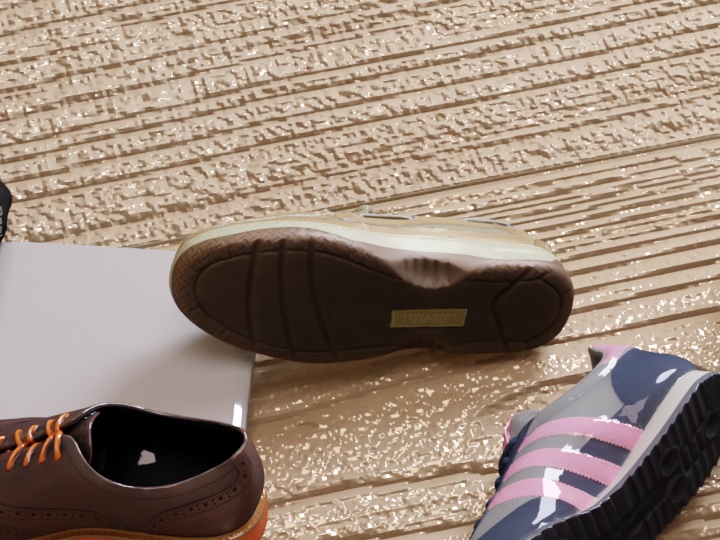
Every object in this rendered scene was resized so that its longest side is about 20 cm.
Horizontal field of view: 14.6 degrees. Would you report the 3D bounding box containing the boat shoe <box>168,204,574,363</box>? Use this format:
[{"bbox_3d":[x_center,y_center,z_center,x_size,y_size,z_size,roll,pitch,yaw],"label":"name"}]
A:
[{"bbox_3d":[0.000,0.000,1.359,0.199,0.072,0.076,6,31,-20],"label":"boat shoe"}]

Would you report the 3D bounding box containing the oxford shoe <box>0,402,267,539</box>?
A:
[{"bbox_3d":[-0.141,0.084,1.249,0.199,0.073,0.071,1,51,-1],"label":"oxford shoe"}]

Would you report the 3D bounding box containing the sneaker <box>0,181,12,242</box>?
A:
[{"bbox_3d":[-0.248,-0.063,1.420,0.087,0.076,0.200,-1,35,-41],"label":"sneaker"}]

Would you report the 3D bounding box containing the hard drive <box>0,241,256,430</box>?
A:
[{"bbox_3d":[-0.119,0.074,1.323,0.131,0.027,0.201,4,51,2],"label":"hard drive"}]

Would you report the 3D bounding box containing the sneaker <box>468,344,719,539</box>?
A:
[{"bbox_3d":[0.085,0.106,1.286,0.082,0.070,0.200,23,49,38],"label":"sneaker"}]
